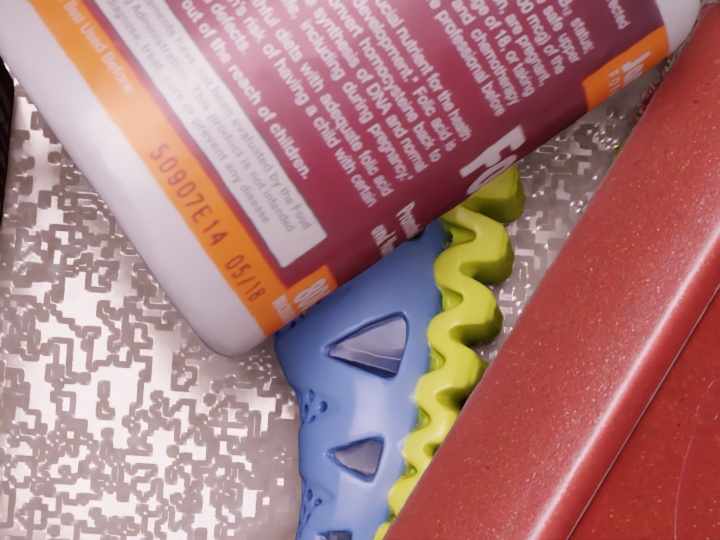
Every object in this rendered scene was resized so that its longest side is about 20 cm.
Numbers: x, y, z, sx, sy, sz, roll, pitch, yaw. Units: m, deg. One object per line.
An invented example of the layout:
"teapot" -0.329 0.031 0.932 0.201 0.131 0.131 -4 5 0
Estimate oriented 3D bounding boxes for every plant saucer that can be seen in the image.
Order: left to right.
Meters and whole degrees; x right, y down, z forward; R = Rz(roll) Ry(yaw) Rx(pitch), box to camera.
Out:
"plant saucer" 0.127 0.061 0.762 0.199 0.037 0.200 35 83 -22

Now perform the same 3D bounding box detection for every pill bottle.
"pill bottle" 0.014 -0.078 0.708 0.200 0.114 0.114 -35 86 -2

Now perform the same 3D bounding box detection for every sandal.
"sandal" 0.000 0.000 0.786 0.087 0.080 0.201 9 75 5

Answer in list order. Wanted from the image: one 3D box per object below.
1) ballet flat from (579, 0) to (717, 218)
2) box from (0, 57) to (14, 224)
"ballet flat" 0.120 -0.050 0.799 0.075 0.064 0.201 25 82 1
"box" -0.186 0.022 0.724 0.165 0.164 0.201 5 83 -2
